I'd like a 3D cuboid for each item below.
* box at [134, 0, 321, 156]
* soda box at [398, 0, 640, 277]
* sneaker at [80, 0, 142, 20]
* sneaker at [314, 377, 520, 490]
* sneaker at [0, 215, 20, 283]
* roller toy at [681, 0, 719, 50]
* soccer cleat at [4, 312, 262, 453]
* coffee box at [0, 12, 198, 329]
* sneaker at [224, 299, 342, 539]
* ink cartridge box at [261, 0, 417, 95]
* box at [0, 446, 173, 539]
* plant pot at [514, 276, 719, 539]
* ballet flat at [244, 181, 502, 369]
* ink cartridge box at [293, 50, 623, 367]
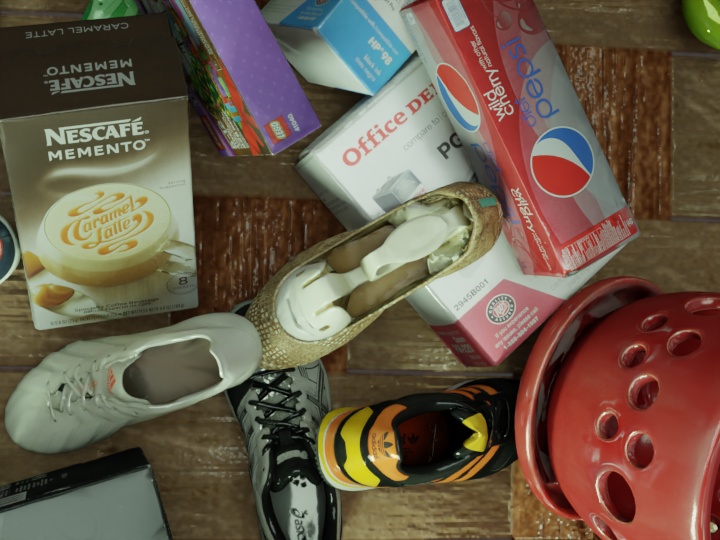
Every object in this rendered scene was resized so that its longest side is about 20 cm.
[{"bbox_3d":[-0.105,-0.166,0.877,0.039,0.137,0.200,-32,103,-13],"label":"box"},{"bbox_3d":[0.103,-0.096,0.920,0.063,0.070,0.200,-29,101,-16],"label":"soda box"},{"bbox_3d":[-0.146,-0.187,0.974,0.200,0.074,0.084,-36,98,-9],"label":"sneaker"},{"bbox_3d":[0.070,0.113,0.965,0.200,0.090,0.070,-5,86,-38],"label":"sneaker"},{"bbox_3d":[-0.322,0.018,0.920,0.200,0.085,0.075,-30,95,1],"label":"sneaker"},{"bbox_3d":[0.319,-0.272,1.030,0.182,0.140,0.201,-11,89,-11],"label":"roller toy"},{"bbox_3d":[-0.160,0.074,0.932,0.199,0.078,0.070,-20,93,18],"label":"soccer cleat"},{"bbox_3d":[-0.167,-0.058,0.900,0.114,0.200,0.080,-9,52,-11],"label":"coffee box"},{"bbox_3d":[-0.047,0.115,0.975,0.075,0.088,0.201,-15,89,-9],"label":"sneaker"},{"bbox_3d":[0.030,-0.219,0.980,0.200,0.116,0.067,-49,117,-8],"label":"ink cartridge box"},{"bbox_3d":[-0.171,0.232,0.916,0.124,0.149,0.201,-16,91,-12],"label":"box"},{"bbox_3d":[0.216,0.108,0.952,0.200,0.182,0.201,-13,109,-41],"label":"plant pot"},{"bbox_3d":[0.000,0.000,0.923,0.200,0.065,0.071,-34,81,7],"label":"ballet flat"},{"bbox_3d":[0.072,-0.051,1.005,0.146,0.085,0.200,-42,94,-10],"label":"ink cartridge box"}]
